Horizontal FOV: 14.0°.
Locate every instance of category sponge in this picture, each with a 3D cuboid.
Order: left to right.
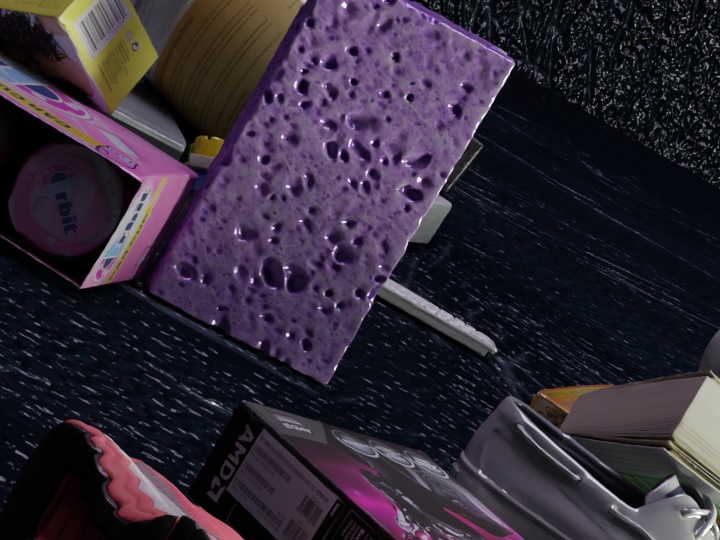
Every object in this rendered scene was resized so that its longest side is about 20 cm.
[{"bbox_3d":[-0.016,-0.052,1.541,0.111,0.201,0.030,29,8,-14],"label":"sponge"}]

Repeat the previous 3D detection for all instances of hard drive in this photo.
[{"bbox_3d":[-0.211,-0.128,1.834,0.199,0.033,0.140,27,11,-19],"label":"hard drive"}]

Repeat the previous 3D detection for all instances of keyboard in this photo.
[{"bbox_3d":[0.000,0.000,1.881,0.199,0.011,0.056,30,10,-3],"label":"keyboard"}]

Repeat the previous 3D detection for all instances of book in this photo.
[{"bbox_3d":[0.212,0.132,1.548,0.200,0.048,0.133,39,-16,-16],"label":"book"}]

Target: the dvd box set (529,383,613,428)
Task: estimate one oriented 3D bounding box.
[{"bbox_3d":[0.200,0.134,1.736,0.200,0.029,0.146,35,12,18],"label":"dvd box set"}]

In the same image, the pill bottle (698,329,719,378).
[{"bbox_3d":[0.309,0.106,1.958,0.114,0.115,0.200,25,12,-27],"label":"pill bottle"}]

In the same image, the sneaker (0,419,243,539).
[{"bbox_3d":[-0.051,0.115,0.987,0.087,0.074,0.200,26,11,-31],"label":"sneaker"}]

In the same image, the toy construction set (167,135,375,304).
[{"bbox_3d":[-0.055,-0.024,1.649,0.130,0.093,0.200,6,1,4],"label":"toy construction set"}]

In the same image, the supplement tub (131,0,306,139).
[{"bbox_3d":[-0.051,-0.137,1.885,0.200,0.145,0.145,44,13,14],"label":"supplement tub"}]

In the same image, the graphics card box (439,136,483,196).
[{"bbox_3d":[-0.009,-0.129,2.165,0.200,0.051,0.125,42,-14,-2],"label":"graphics card box"}]

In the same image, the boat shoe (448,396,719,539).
[{"bbox_3d":[0.142,0.133,1.470,0.199,0.069,0.072,32,10,11],"label":"boat shoe"}]

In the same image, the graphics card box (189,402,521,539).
[{"bbox_3d":[0.036,0.132,1.177,0.125,0.051,0.200,19,14,-47],"label":"graphics card box"}]

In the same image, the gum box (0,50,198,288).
[{"bbox_3d":[-0.193,-0.071,1.504,0.199,0.066,0.113,32,8,8],"label":"gum box"}]

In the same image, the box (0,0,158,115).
[{"bbox_3d":[-0.208,-0.140,1.598,0.199,0.050,0.075,13,-36,39],"label":"box"}]

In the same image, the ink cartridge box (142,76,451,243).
[{"bbox_3d":[-0.055,-0.088,2.062,0.199,0.041,0.200,35,10,22],"label":"ink cartridge box"}]
